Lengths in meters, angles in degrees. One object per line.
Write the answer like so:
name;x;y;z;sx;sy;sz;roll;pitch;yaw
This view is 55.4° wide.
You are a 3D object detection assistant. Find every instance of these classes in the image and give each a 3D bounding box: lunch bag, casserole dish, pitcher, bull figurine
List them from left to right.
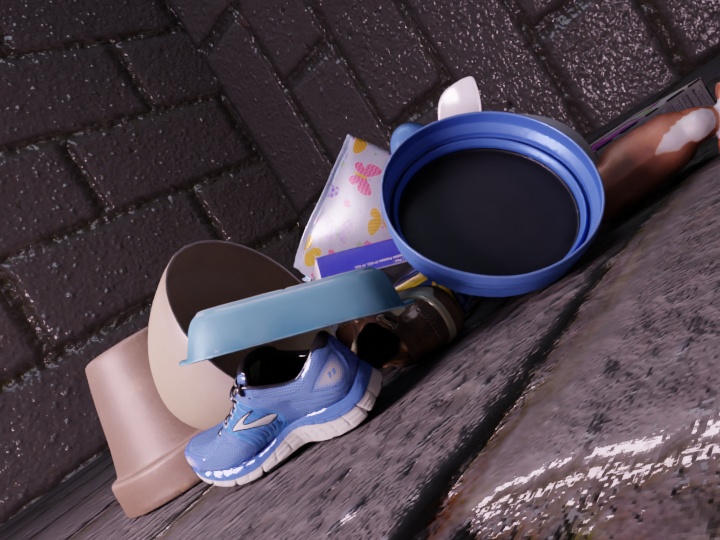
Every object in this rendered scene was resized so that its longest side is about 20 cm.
casserole dish;-0.054;0.035;0.560;0.197;0.039;0.121;-16;-5;-1
lunch bag;0.021;-0.051;0.915;0.203;0.168;0.127;-65;-10;6
pitcher;0.171;-0.101;0.786;0.121;0.197;0.174;9;80;64
bull figurine;0.282;-0.108;0.683;0.198;0.066;0.121;-31;-2;2

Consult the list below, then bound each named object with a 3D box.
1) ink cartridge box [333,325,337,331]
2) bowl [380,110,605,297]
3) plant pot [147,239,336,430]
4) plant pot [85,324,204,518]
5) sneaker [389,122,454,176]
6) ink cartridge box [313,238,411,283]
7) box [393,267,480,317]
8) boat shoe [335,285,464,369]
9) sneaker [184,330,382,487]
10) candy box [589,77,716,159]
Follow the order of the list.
ink cartridge box;-0.058;0.105;0.895;0.116;0.068;0.200;-33;0;16
bowl;0.116;-0.063;0.620;0.199;0.201;0.040;-33;-33;-19
plant pot;-0.140;0.088;0.714;0.135;0.200;0.200;-49;-7;27
plant pot;-0.231;0.158;0.815;0.198;0.176;0.200;-31;2;1
sneaker;0.093;-0.068;0.688;0.066;0.202;0.078;-35;-7;16
ink cartridge box;0.000;0.000;0.707;0.093;0.038;0.200;-14;-4;-7
box;0.101;0.008;0.772;0.070;0.065;0.200;-32;3;27
boat shoe;0.014;0.063;0.668;0.075;0.075;0.202;-40;5;-27
sneaker;-0.079;0.109;0.573;0.199;0.090;0.079;-33;16;23
candy box;0.354;-0.162;0.907;0.198;0.062;0.136;-33;1;-17
